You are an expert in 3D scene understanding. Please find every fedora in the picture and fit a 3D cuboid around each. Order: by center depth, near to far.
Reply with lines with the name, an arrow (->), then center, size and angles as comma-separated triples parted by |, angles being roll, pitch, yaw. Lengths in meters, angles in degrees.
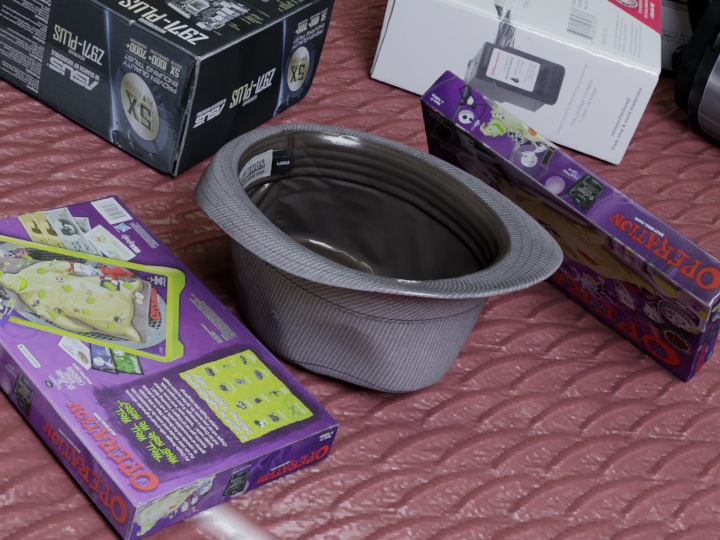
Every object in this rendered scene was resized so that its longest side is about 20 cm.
fedora -> 0.000, 0.000, 0.708 | 0.177, 0.091, 0.200 | -17, 40, -44

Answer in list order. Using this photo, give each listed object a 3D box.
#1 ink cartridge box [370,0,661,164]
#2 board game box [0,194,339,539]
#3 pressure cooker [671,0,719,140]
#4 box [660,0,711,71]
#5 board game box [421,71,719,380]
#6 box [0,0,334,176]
ink cartridge box -> 0.119, -0.177, 1.013 | 0.199, 0.084, 0.145 | 20, 35, 1
board game box -> -0.118, 0.038, 0.656 | 0.120, 0.032, 0.200 | -13, 45, -43
pressure cooker -> 0.335, -0.163, 1.020 | 0.200, 0.176, 0.178 | 36, 41, 25
box -> 0.320, -0.275, 1.142 | 0.199, 0.199, 0.131 | 9, 36, -15
board game box -> 0.121, -0.024, 0.774 | 0.200, 0.120, 0.032 | 38, 80, 21
box -> -0.144, -0.167, 0.868 | 0.200, 0.086, 0.164 | 30, 36, 15
